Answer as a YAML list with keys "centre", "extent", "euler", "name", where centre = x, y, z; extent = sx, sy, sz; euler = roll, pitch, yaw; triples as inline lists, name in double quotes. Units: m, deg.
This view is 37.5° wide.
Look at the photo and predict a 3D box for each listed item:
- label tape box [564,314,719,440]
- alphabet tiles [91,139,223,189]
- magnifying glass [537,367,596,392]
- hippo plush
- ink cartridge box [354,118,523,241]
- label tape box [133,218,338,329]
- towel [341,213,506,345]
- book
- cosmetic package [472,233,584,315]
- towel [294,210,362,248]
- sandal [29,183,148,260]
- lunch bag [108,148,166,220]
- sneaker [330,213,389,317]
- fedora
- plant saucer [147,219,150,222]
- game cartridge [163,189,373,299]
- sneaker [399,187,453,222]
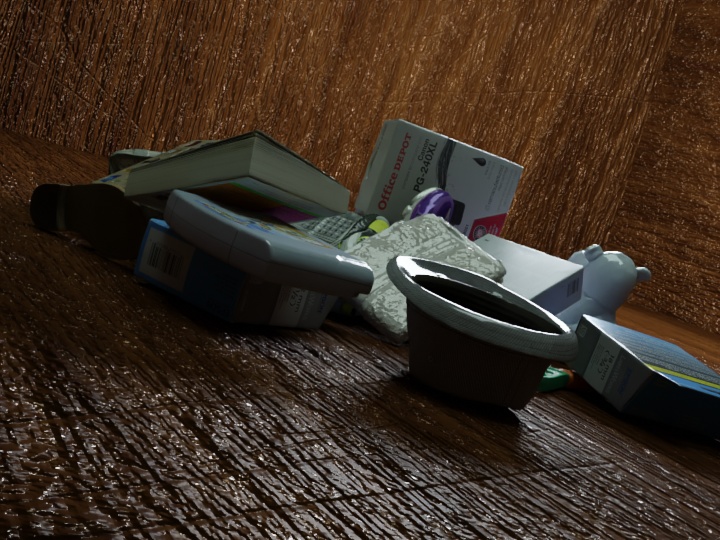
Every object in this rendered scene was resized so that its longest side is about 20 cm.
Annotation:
- centre: [0.326, 0.126, 1.125]
  extent: [0.143, 0.064, 0.200]
  euler: [17, 12, -20]
  name: "label tape box"
- centre: [-0.226, -0.123, 1.276]
  extent: [0.167, 0.008, 0.200]
  euler: [8, 29, 44]
  name: "alphabet tiles"
- centre: [0.206, 0.117, 1.162]
  extent: [0.199, 0.023, 0.079]
  euler: [10, 8, -40]
  name: "magnifying glass"
- centre: [0.298, 0.043, 1.440]
  extent: [0.158, 0.162, 0.200]
  euler: [15, 5, -13]
  name: "hippo plush"
- centre: [0.109, -0.115, 1.510]
  extent: [0.199, 0.146, 0.083]
  euler: [19, 3, -12]
  name: "ink cartridge box"
- centre: [-0.106, 0.008, 1.072]
  extent: [0.143, 0.067, 0.200]
  euler: [22, 5, 34]
  name: "label tape box"
- centre: [0.064, 0.003, 1.207]
  extent: [0.132, 0.035, 0.200]
  euler: [38, 46, 26]
  name: "towel"
- centre: [-0.126, -0.076, 1.071]
  extent: [0.199, 0.048, 0.133]
  euler: [-7, -23, 42]
  name: "book"
- centre: [0.152, 0.027, 1.284]
  extent: [0.150, 0.052, 0.199]
  euler: [25, 37, 38]
  name: "cosmetic package"
- centre: [-0.073, -0.042, 1.414]
  extent: [0.192, 0.035, 0.200]
  euler: [20, 35, 35]
  name: "towel"
- centre: [-0.279, -0.060, 1.181]
  extent: [0.211, 0.078, 0.069]
  euler: [14, 8, 38]
  name: "sandal"
- centre: [-0.245, -0.107, 1.452]
  extent: [0.199, 0.118, 0.164]
  euler: [4, 8, -11]
  name: "lunch bag"
- centre: [0.000, 0.000, 1.283]
  extent: [0.076, 0.076, 0.200]
  euler: [29, 37, 6]
  name: "sneaker"
- centre: [0.099, 0.065, 0.959]
  extent: [0.176, 0.091, 0.200]
  euler: [11, 14, -36]
  name: "fedora"
- centre: [-0.171, -0.016, 1.264]
  extent: [0.199, 0.038, 0.200]
  euler: [16, 7, -2]
  name: "plant saucer"
- centre: [-0.093, -0.027, 0.958]
  extent: [0.133, 0.042, 0.200]
  euler: [19, 5, -39]
  name: "game cartridge"
- centre: [0.092, -0.023, 1.400]
  extent: [0.083, 0.201, 0.081]
  euler: [-2, -38, 34]
  name: "sneaker"
